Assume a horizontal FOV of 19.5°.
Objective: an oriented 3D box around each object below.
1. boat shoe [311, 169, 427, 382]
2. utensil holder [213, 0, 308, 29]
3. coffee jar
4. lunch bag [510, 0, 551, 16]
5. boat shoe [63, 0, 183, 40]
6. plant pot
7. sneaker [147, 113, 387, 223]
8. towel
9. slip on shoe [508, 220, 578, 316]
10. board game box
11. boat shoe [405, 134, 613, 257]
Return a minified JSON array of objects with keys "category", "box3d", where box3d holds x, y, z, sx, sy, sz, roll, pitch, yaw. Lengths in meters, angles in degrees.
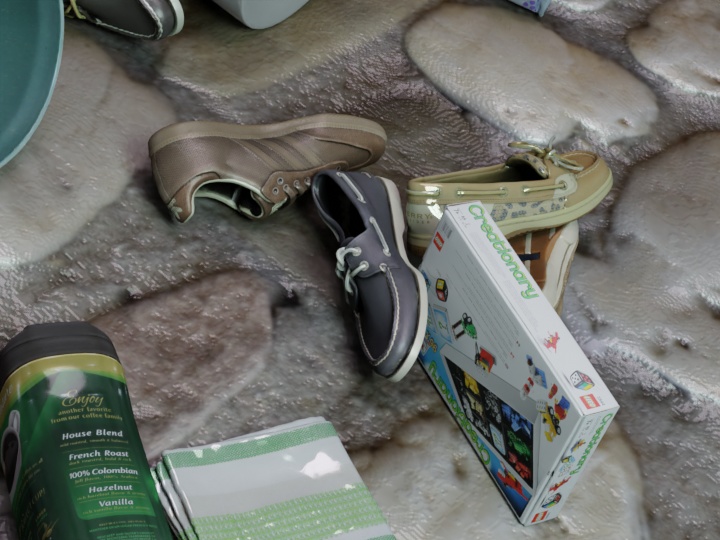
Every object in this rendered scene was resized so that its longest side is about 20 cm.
[{"category":"boat shoe","box3d":[0.000,0.000,1.550,0.063,0.073,0.200,20,38,-27]},{"category":"utensil holder","box3d":[-0.117,-0.324,1.760,0.200,0.170,0.170,41,46,16]},{"category":"coffee jar","box3d":[-0.179,0.133,1.330,0.085,0.104,0.200,-3,50,-24]},{"category":"lunch bag","box3d":[0.137,-0.353,1.928,0.169,0.127,0.200,23,53,3]},{"category":"boat shoe","box3d":[-0.235,-0.235,1.697,0.201,0.072,0.061,31,47,19]},{"category":"plant pot","box3d":[-0.330,-0.175,1.526,0.134,0.201,0.200,13,36,30]},{"category":"sneaker","box3d":[-0.068,-0.073,1.622,0.199,0.070,0.076,-4,72,-26]},{"category":"towel","box3d":[-0.038,0.188,1.390,0.149,0.031,0.200,-12,54,-31]},{"category":"slip on shoe","box3d":[0.131,0.007,1.621,0.076,0.061,0.200,-5,25,10]},{"category":"board game box","box3d":[0.100,0.065,1.498,0.035,0.126,0.200,-11,53,-30]},{"category":"boat shoe","box3d":[0.118,-0.064,1.627,0.200,0.063,0.073,-23,23,-37]}]
